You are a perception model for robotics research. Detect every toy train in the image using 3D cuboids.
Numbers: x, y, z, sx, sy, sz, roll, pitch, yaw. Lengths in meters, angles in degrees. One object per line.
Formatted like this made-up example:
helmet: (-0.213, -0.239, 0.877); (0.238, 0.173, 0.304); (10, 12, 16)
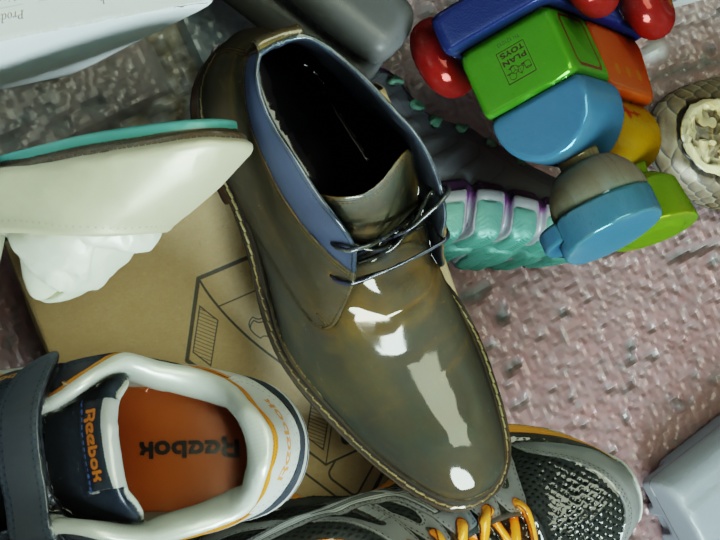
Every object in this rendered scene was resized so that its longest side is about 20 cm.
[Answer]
toy train: (0.106, -0.060, 0.970); (0.200, 0.084, 0.116); (5, 60, -64)

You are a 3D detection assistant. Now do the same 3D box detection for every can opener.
can opener: (-0.059, -0.159, 0.939); (0.200, 0.053, 0.067); (38, 57, -6)

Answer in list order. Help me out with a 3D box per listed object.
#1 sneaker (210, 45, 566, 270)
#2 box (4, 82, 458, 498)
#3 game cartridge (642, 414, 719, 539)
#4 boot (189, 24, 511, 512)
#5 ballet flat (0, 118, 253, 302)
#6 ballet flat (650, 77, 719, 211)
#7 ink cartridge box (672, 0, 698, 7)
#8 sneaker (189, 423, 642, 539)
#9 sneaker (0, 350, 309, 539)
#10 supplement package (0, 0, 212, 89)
sneaker: (0.030, -0.050, 0.983); (0.199, 0.074, 0.088); (4, 79, -26)
box: (-0.031, 0.046, 0.928); (0.163, 0.021, 0.201); (-23, 106, -11)
game cartridge: (0.225, 0.147, 1.086); (0.133, 0.042, 0.200); (-34, 101, -21)
boot: (0.000, 0.000, 0.848); (0.075, 0.097, 0.200); (-31, 90, -11)
ballet flat: (-0.127, -0.017, 0.846); (0.069, 0.199, 0.070); (11, 78, -63)
ballet flat: (0.224, -0.052, 1.096); (0.199, 0.046, 0.068); (10, 80, -26)
ink cartridge box: (0.125, -0.168, 0.970); (0.116, 0.200, 0.067); (20, 77, -24)
sneaker: (0.022, 0.115, 0.906); (0.199, 0.077, 0.079); (-13, 103, -16)
sneaker: (-0.120, 0.069, 0.851); (0.199, 0.079, 0.079); (-10, 83, 0)
supplement package: (-0.181, -0.115, 0.831); (0.199, 0.156, 0.111); (-14, 91, -28)
